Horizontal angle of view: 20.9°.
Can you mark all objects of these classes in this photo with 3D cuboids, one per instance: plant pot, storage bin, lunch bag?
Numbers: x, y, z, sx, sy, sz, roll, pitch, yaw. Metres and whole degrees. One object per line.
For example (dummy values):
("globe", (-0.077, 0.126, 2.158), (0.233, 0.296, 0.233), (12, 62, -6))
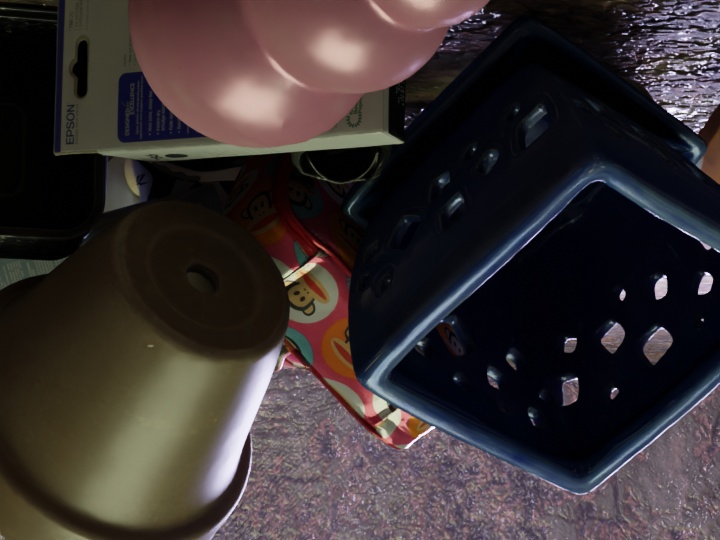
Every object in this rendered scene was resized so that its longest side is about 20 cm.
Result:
("plant pot", (-0.128, 0.053, 1.152), (0.199, 0.201, 0.175), (6, 139, -34))
("plant pot", (0.112, -0.018, 1.158), (0.199, 0.180, 0.200), (29, 119, -34))
("storage bin", (-0.254, -0.083, 1.164), (0.198, 0.136, 0.094), (3, 172, -13))
("lunch bag", (0.000, 0.000, 1.268), (0.082, 0.200, 0.177), (-35, -161, 23))

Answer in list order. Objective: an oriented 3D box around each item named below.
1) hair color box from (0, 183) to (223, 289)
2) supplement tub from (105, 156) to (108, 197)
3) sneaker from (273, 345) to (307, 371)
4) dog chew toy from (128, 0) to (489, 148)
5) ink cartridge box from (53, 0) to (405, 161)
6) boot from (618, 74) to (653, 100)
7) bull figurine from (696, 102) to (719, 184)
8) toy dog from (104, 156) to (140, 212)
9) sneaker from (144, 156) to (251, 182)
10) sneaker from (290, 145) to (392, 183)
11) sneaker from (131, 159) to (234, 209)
("hair color box", (-0.195, 0.000, 1.341), (0.199, 0.061, 0.099), (-12, -171, 31))
("supplement tub", (-0.274, -0.077, 1.335), (0.198, 0.108, 0.107), (1, 172, -4))
("sneaker", (-0.055, 0.032, 1.333), (0.079, 0.095, 0.200), (-45, 174, 8))
("dog chew toy", (-0.014, -0.131, 0.881), (0.124, 0.126, 0.199), (8, 161, -43))
("ink cartridge box", (-0.072, -0.113, 1.061), (0.198, 0.100, 0.039), (-1, 173, 22))
("boot", (0.102, -0.087, 1.321), (0.198, 0.073, 0.155), (-2, 172, 8))
("bull figurine", (0.257, -0.081, 1.253), (0.120, 0.066, 0.200), (-9, 160, -16))
("toy dog", (-0.162, -0.019, 1.555), (0.131, 0.202, 0.096), (26, -152, 38))
("sneaker", (-0.065, -0.105, 1.322), (0.199, 0.076, 0.088), (13, 139, -25))
("sneaker", (-0.016, -0.096, 1.176), (0.070, 0.100, 0.200), (-1, 174, 0))
("sneaker", (-0.073, -0.050, 1.411), (0.198, 0.131, 0.079), (6, 173, -29))
